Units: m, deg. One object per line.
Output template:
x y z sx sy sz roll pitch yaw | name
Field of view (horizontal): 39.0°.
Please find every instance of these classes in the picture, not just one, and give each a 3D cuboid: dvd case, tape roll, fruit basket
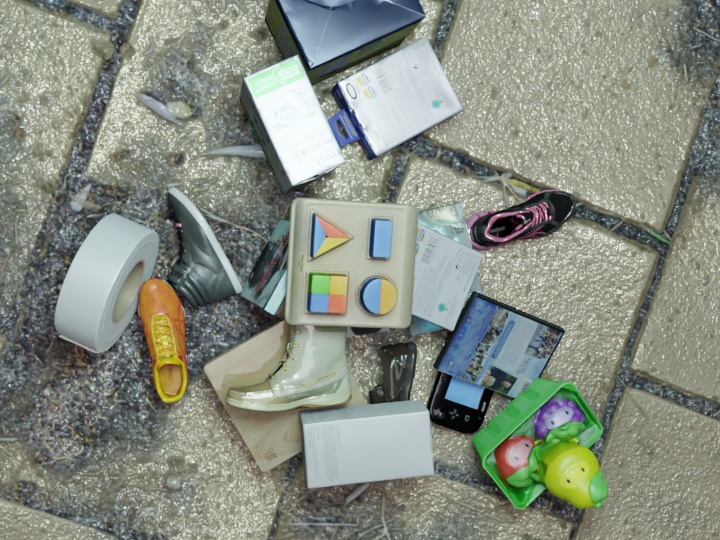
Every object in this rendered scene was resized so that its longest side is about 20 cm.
-0.129 -0.010 1.578 0.022 0.200 0.146 30 86 -19 | dvd case
-0.380 0.020 1.532 0.070 0.202 0.203 23 86 2 | tape roll
0.232 0.128 1.680 0.199 0.018 0.143 22 101 -28 | dvd case
0.308 0.296 1.647 0.215 0.216 0.156 -41 116 -7 | fruit basket

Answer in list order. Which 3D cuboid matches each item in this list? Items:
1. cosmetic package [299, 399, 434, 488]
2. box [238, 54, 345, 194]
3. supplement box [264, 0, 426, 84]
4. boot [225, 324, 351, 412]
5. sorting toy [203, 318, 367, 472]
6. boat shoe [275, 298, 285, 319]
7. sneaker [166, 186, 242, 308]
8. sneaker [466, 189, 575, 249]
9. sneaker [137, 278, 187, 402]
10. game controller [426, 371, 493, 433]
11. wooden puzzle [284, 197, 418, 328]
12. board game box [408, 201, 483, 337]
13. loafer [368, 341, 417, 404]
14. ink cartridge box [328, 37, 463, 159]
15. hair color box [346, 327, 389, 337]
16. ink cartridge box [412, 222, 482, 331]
0.009 0.270 1.588 0.199 0.085 0.108 -4 97 -8 | cosmetic package
-0.107 -0.221 1.581 0.096 0.200 0.177 -25 95 -8 | box
-0.030 -0.396 1.592 0.199 0.200 0.135 -26 94 -8 | supplement box
-0.110 0.134 1.560 0.199 0.072 0.156 -3 99 -18 | boot
-0.121 0.184 1.637 0.199 0.070 0.199 -29 102 -8 | sorting toy
-0.076 0.001 1.657 0.200 0.074 0.069 -41 111 -8 | boat shoe
-0.278 -0.029 1.617 0.099 0.071 0.201 -31 99 -13 | sneaker
0.277 -0.084 1.698 0.199 0.095 0.079 -20 91 -10 | sneaker
-0.302 0.109 1.596 0.073 0.077 0.201 -13 103 -12 | sneaker
0.183 0.171 1.710 0.104 0.042 0.201 20 88 -9 | game controller
-0.008 -0.008 1.486 0.199 0.046 0.186 2 94 -17 | wooden puzzle
0.126 -0.002 1.683 0.135 0.028 0.201 -13 86 3 | board game box
0.047 0.214 1.680 0.071 0.073 0.201 9 86 2 | loafer
0.045 -0.273 1.660 0.199 0.076 0.137 -29 94 -10 | ink cartridge box
0.000 0.000 1.628 0.101 0.061 0.201 -7 108 -37 | hair color box
0.077 -0.005 1.587 0.199 0.076 0.137 23 88 -31 | ink cartridge box
